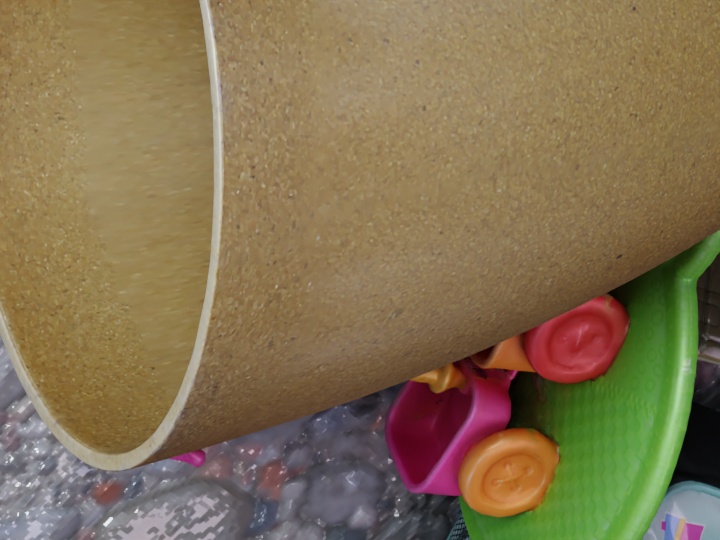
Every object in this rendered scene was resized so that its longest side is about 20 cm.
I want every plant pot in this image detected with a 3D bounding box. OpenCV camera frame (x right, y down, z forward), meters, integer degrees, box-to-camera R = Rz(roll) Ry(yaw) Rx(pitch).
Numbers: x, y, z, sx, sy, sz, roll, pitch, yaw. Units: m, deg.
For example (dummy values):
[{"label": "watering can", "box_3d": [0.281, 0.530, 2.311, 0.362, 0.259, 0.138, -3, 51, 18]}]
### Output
[{"label": "plant pot", "box_3d": [0.014, -0.052, 0.763, 0.199, 0.187, 0.187, -6, 125, -25]}]

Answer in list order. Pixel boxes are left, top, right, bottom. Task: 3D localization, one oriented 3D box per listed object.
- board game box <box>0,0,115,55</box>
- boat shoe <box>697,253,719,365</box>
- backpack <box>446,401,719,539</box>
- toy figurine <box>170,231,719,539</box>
[{"label": "board game box", "box_3d": [-0.059, -0.115, 0.829, 0.199, 0.034, 0.135, -9, 126, -25]}, {"label": "boat shoe", "box_3d": [0.165, 0.007, 1.025, 0.200, 0.066, 0.072, 1, 78, -16]}, {"label": "backpack", "box_3d": [0.097, 0.155, 1.038, 0.175, 0.154, 0.200, 19, 117, -44]}, {"label": "toy figurine", "box_3d": [0.000, 0.000, 0.882, 0.183, 0.150, 0.201, 10, 122, -25]}]
